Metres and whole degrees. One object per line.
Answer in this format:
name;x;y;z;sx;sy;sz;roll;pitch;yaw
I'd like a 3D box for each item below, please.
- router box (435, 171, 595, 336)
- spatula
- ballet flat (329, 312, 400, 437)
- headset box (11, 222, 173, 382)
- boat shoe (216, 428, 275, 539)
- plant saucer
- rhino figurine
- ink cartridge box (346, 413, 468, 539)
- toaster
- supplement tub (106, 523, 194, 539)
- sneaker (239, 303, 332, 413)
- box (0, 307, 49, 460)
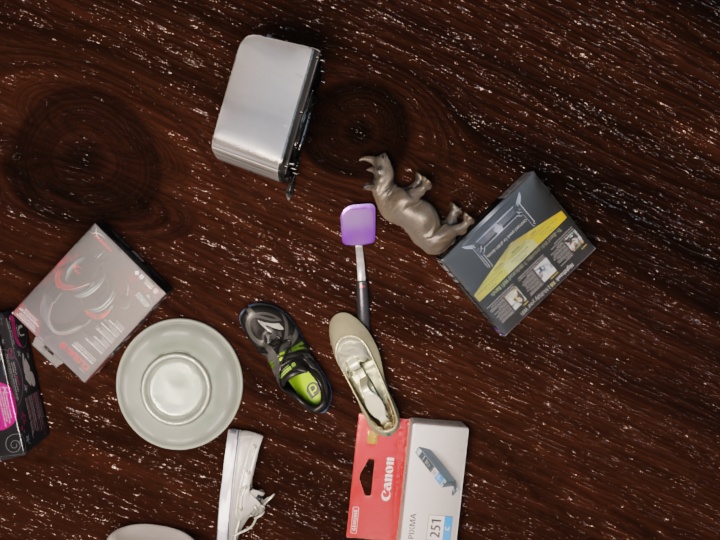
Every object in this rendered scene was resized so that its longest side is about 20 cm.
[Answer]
router box;0.240;-0.027;1.262;0.199;0.052;0.158;-42;96;-1
spatula;0.000;0.000;1.262;0.055;0.021;0.206;-3;94;-5
ballet flat;0.005;0.158;1.235;0.068;0.069;0.203;-27;86;-2
headset box;-0.401;0.053;1.208;0.149;0.075;0.200;44;89;-6
boat shoe;-0.174;0.351;1.249;0.084;0.075;0.208;6;83;-7
plant saucer;-0.278;0.177;1.238;0.194;0.050;0.206;0;94;-5
rhino figurine;0.074;-0.106;1.242;0.199;0.060;0.088;40;95;-3
ink cartridge box;0.073;0.336;1.276;0.171;0.045;0.206;6;93;-6
toaster;-0.128;-0.220;1.163;0.116;0.181;0.205;16;91;-2
supplement tub;-0.323;0.500;1.206;0.141;0.144;0.206;11;93;-5
sneaker;-0.108;0.132;1.231;0.070;0.083;0.201;-36;95;-2
box;-0.553;0.170;1.185;0.129;0.115;0.205;-12;93;-2
